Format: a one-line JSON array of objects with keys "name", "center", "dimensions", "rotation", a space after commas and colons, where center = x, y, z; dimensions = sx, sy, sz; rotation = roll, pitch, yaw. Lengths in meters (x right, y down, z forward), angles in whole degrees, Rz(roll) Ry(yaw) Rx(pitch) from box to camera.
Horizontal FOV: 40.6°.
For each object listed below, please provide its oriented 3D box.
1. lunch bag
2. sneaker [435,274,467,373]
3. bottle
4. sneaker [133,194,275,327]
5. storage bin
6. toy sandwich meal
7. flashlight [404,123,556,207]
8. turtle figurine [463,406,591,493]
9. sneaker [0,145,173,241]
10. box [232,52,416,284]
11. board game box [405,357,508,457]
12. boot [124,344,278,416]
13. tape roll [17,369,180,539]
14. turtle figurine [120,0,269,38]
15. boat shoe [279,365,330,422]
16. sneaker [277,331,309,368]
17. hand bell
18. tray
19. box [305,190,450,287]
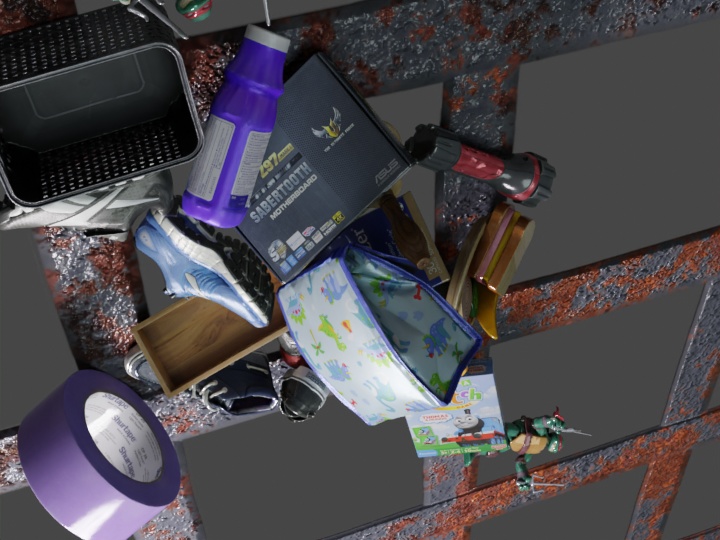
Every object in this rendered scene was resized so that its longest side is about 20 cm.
[{"name": "lunch bag", "center": [0.011, 0.065, 1.114], "dimensions": [0.200, 0.128, 0.169], "rotation": [42, 146, -13]}, {"name": "sneaker", "center": [0.115, 0.073, 1.369], "dimensions": [0.077, 0.078, 0.201], "rotation": [-25, 135, 1]}, {"name": "bottle", "center": [-0.125, -0.148, 1.002], "dimensions": [0.064, 0.084, 0.203], "rotation": [21, 102, 6]}, {"name": "sneaker", "center": [-0.182, 0.000, 1.145], "dimensions": [0.089, 0.079, 0.200], "rotation": [-36, 114, 28]}, {"name": "storage bin", "center": [-0.264, -0.163, 0.945], "dimensions": [0.197, 0.094, 0.137], "rotation": [-19, 134, -9]}, {"name": "toy sandwich meal", "center": [0.171, 0.012, 1.282], "dimensions": [0.069, 0.206, 0.208], "rotation": [17, 136, 17]}, {"name": "flashlight", "center": [0.153, -0.132, 1.203], "dimensions": [0.197, 0.068, 0.068], "rotation": [14, 125, -36]}, {"name": "turtle figurine", "center": [0.279, 0.294, 1.641], "dimensions": [0.196, 0.101, 0.152], "rotation": [7, 111, -10]}, {"name": "sneaker", "center": [-0.286, -0.065, 1.034], "dimensions": [0.197, 0.067, 0.092], "rotation": [-20, 114, -10]}, {"name": "box", "center": [-0.061, -0.110, 1.064], "dimensions": [0.199, 0.158, 0.051], "rotation": [-41, 179, 14]}, {"name": "board game box", "center": [0.144, 0.215, 1.507], "dimensions": [0.148, 0.037, 0.202], "rotation": [-7, 135, 11]}, {"name": "boot", "center": [-0.202, 0.140, 1.263], "dimensions": [0.197, 0.091, 0.074], "rotation": [1, 130, -27]}, {"name": "tape roll", "center": [-0.321, 0.229, 1.209], "dimensions": [0.085, 0.201, 0.200], "rotation": [-38, 136, 11]}, {"name": "turtle figurine", "center": [-0.169, -0.289, 0.864], "dimensions": [0.149, 0.100, 0.202], "rotation": [-35, 122, -15]}, {"name": "boat shoe", "center": [-0.083, 0.170, 1.294], "dimensions": [0.057, 0.068, 0.200], "rotation": [-55, 179, -15]}, {"name": "sneaker", "center": [-0.027, 0.052, 1.282], "dimensions": [0.198, 0.071, 0.098], "rotation": [-27, 139, 1]}, {"name": "hand bell", "center": [0.035, -0.071, 1.104], "dimensions": [0.102, 0.201, 0.105], "rotation": [-14, 136, -14]}, {"name": "tray", "center": [-0.174, 0.065, 1.209], "dimensions": [0.198, 0.037, 0.100], "rotation": [-29, 94, 3]}, {"name": "box", "center": [0.000, 0.000, 1.224], "dimensions": [0.197, 0.032, 0.123], "rotation": [-27, 93, 0]}]
